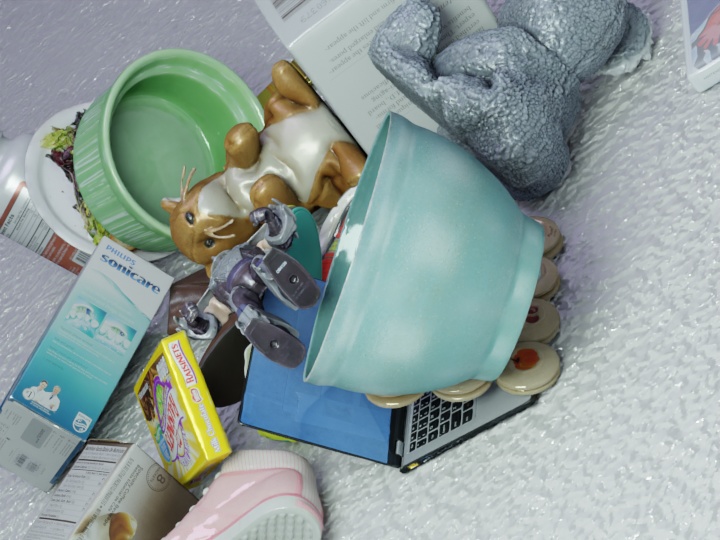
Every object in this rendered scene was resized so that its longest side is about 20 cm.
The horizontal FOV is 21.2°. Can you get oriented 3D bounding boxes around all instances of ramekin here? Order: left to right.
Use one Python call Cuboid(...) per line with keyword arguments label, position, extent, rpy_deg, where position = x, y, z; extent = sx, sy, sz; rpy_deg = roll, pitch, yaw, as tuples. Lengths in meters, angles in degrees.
Cuboid(label="ramekin", position=(-0.194, -0.115, 1.947), extent=(0.097, 0.200, 0.201), rpy_deg=(-20, 35, 52))

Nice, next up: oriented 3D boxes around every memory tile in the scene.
Cuboid(label="memory tile", position=(0.079, 0.028, 1.472), extent=(0.152, 0.017, 0.201), rpy_deg=(-6, 39, 11))

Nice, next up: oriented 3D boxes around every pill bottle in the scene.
Cuboid(label="pill bottle", position=(-0.337, -0.076, 2.060), extent=(0.113, 0.199, 0.112), rpy_deg=(-57, 11, 17))

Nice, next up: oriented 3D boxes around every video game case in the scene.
Cuboid(label="video game case", position=(0.340, -0.250, 1.560), extent=(0.181, 0.023, 0.201), rpy_deg=(-31, 30, 27))

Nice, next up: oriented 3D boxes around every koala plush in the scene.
Cuboid(label="koala plush", position=(0.148, -0.177, 1.590), extent=(0.200, 0.177, 0.184), rpy_deg=(-46, 38, -3))

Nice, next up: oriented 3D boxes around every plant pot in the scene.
Cuboid(label="plant pot", position=(0.051, 0.004, 1.365), extent=(0.200, 0.133, 0.202), rpy_deg=(-161, 90, -86))

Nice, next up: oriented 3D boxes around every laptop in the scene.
Cuboid(label="laptop", position=(0.027, 0.047, 1.485), extent=(0.199, 0.116, 0.188), rpy_deg=(-30, 31, 27))

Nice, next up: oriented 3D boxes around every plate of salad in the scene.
Cuboid(label="plate of salad", position=(-0.252, -0.099, 2.009), extent=(0.048, 0.199, 0.201), rpy_deg=(-57, 7, 53))

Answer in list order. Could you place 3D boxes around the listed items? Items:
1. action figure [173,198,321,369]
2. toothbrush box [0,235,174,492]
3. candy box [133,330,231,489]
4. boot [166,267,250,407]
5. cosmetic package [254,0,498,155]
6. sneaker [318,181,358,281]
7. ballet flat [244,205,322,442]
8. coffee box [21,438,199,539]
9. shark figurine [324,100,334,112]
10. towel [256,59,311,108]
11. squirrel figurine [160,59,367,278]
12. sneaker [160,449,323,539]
Cuboid(label="action figure", position=(-0.085, 0.009, 1.492), extent=(0.131, 0.069, 0.200), rpy_deg=(-60, 21, 0))
Cuboid(label="toothbrush box", position=(-0.273, 0.090, 1.836), extent=(0.146, 0.085, 0.201), rpy_deg=(-48, 15, 54))
Cuboid(label="candy box", position=(-0.147, 0.120, 1.568), extent=(0.026, 0.103, 0.200), rpy_deg=(-22, -8, -17))
Cuboid(label="boot", position=(-0.137, 0.053, 1.765), extent=(0.199, 0.065, 0.186), rpy_deg=(0, 37, 51))
Cuboid(label="cosmetic package", position=(0.027, -0.213, 1.719), extent=(0.164, 0.200, 0.165), rpy_deg=(-36, 37, 4))
Cuboid(label="sneaker", position=(0.000, 0.000, 1.662), extent=(0.201, 0.077, 0.085), rpy_deg=(-52, 46, -3))
Cuboid(label="ballet flat", position=(-0.070, 0.046, 1.604), extent=(0.067, 0.067, 0.202), rpy_deg=(-17, 69, 36))
Cuboid(label="coffee box", position=(-0.216, 0.251, 1.548), extent=(0.079, 0.114, 0.201), rpy_deg=(-4, 46, 53))
Cuboid(label="shark figurine", position=(0.013, -0.184, 1.867), extent=(0.214, 0.089, 0.129), rpy_deg=(-33, 30, 27))
Cuboid(label="towel", position=(-0.109, -0.169, 2.097), extent=(0.200, 0.018, 0.086), rpy_deg=(-45, 21, 3))
Cuboid(label="squirrel figurine", position=(-0.087, -0.074, 1.772), extent=(0.186, 0.142, 0.200), rpy_deg=(-40, -5, 4))
Cuboid(label="sneaker", position=(-0.112, 0.210, 1.503), extent=(0.199, 0.075, 0.105), rpy_deg=(-32, 28, 18))
